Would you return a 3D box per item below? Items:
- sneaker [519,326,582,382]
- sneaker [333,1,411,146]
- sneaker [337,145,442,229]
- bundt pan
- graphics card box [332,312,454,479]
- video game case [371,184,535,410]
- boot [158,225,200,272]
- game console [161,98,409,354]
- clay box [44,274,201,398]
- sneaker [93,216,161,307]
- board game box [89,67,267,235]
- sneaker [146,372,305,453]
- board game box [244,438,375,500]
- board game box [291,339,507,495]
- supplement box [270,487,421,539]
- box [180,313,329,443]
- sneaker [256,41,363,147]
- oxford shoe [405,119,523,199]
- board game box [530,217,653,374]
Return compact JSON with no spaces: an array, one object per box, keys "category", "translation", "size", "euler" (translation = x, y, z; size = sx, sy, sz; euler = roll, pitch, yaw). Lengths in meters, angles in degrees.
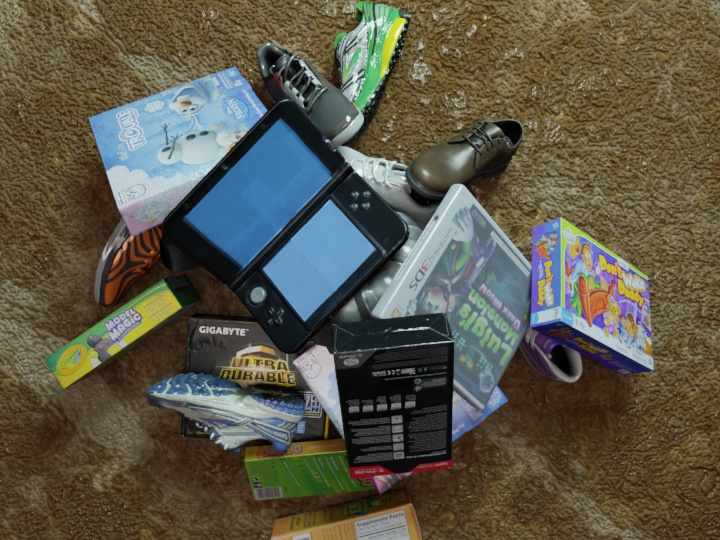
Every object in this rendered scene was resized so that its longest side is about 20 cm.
[{"category":"sneaker","translation":[0.225,0.062,0.782],"size":[0.072,0.114,0.201],"euler":[-41,93,1]},{"category":"sneaker","translation":[-0.005,-0.259,0.781],"size":[0.084,0.078,0.203],"euler":[22,82,3]},{"category":"sneaker","translation":[0.024,-0.119,0.758],"size":[0.197,0.087,0.076],"euler":[19,74,-17]},{"category":"bundt pan","translation":[0.000,0.000,0.722],"size":[0.200,0.203,0.076],"euler":[-33,134,-1]},{"category":"graphics card box","translation":[0.038,0.143,0.646],"size":[0.123,0.051,0.202],"euler":[-6,126,0]},{"category":"video game case","translation":[0.126,0.035,0.686],"size":[0.200,0.023,0.183],"euler":[42,73,-28]},{"category":"boot","translation":[-0.162,-0.097,0.744],"size":[0.197,0.065,0.168],"euler":[-12,93,-23]},{"category":"game console","translation":[-0.077,-0.042,0.629],"size":[0.200,0.119,0.173],"euler":[-45,67,3]},{"category":"clay box","translation":[-0.307,0.081,0.751],"size":[0.199,0.115,0.048],"euler":[-34,93,-2]},{"category":"sneaker","translation":[-0.264,-0.028,0.768],"size":[0.111,0.078,0.202],"euler":[26,96,-9]},{"category":"board game box","translation":[-0.204,-0.152,0.700],"size":[0.197,0.044,0.201],"euler":[-25,50,-13]},{"category":"sneaker","translation":[-0.172,0.186,0.737],"size":[0.197,0.077,0.087],"euler":[11,95,-3]},{"category":"board game box","translation":[-0.051,0.267,0.795],"size":[0.196,0.030,0.097],"euler":[-3,128,-1]},{"category":"board game box","translation":[0.049,0.138,0.746],"size":[0.199,0.043,0.200],"euler":[-35,87,-3]},{"category":"supplement box","translation":[-0.019,0.360,0.805],"size":[0.197,0.067,0.070],"euler":[-11,90,-3]},{"category":"box","translation":[-0.137,0.147,0.798],"size":[0.196,0.049,0.163],"euler":[5,94,-4]},{"category":"sneaker","translation":[-0.075,-0.219,0.718],"size":[0.077,0.082,0.200],"euler":[-44,53,-4]},{"category":"oxford shoe","translation":[0.133,-0.151,0.737],"size":[0.199,0.085,0.073],"euler":[-31,74,-35]},{"category":"board game box","translation":[0.298,0.038,0.751],"size":[0.198,0.045,0.136],"euler":[25,61,-31]}]
